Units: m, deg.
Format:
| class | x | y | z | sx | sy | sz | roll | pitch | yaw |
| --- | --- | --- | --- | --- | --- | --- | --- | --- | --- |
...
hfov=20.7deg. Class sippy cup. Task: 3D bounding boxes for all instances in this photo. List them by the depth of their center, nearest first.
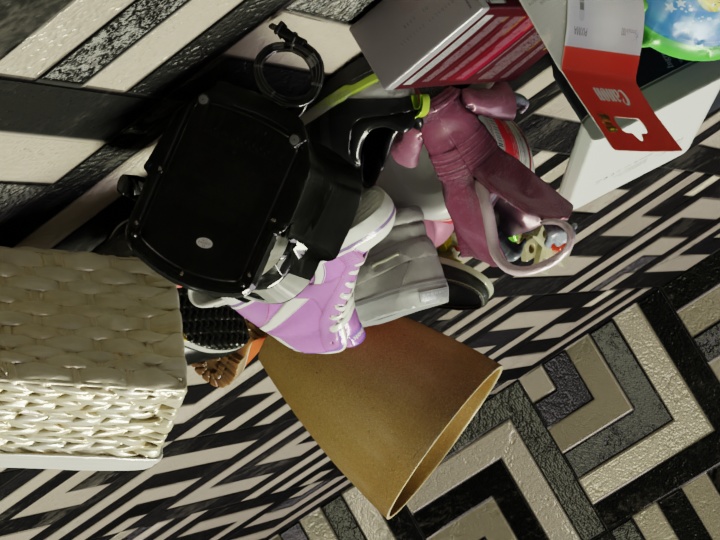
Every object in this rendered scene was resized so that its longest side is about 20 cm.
| class | x | y | z | sx | sy | sz | roll | pitch | yaw |
| --- | --- | --- | --- | --- | --- | --- | --- | --- | --- |
| sippy cup | 0.277 | -0.258 | 1.567 | 0.140 | 0.178 | 0.130 | 13 | 151 | 2 |

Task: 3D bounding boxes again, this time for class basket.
| class | x | y | z | sx | sy | sz | roll | pitch | yaw |
| --- | --- | --- | --- | --- | --- | --- | --- | --- | --- |
| basket | -0.236 | 0.063 | 1.485 | 0.200 | 0.136 | 0.123 | 5 | 145 | -23 |

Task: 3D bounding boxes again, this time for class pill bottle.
| class | x | y | z | sx | sy | sz | roll | pitch | yaw |
| --- | --- | --- | --- | --- | --- | --- | --- | --- | --- |
| pill bottle | 0.092 | -0.097 | 1.789 | 0.112 | 0.112 | 0.200 | -34 | 167 | 16 |

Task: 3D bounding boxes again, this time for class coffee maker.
| class | x | y | z | sx | sy | sz | roll | pitch | yaw |
| --- | --- | --- | --- | --- | --- | --- | --- | --- | --- |
| coffee maker | -0.066 | -0.066 | 1.469 | 0.192 | 0.135 | 0.200 | -43 | 172 | 6 |

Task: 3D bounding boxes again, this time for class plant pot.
| class | x | y | z | sx | sy | sz | roll | pitch | yaw |
| --- | --- | --- | --- | --- | --- | --- | --- | --- | --- |
| plant pot | 0.004 | 0.111 | 1.925 | 0.186 | 0.200 | 0.186 | -52 | 170 | -13 |

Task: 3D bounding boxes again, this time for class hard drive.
| class | x | y | z | sx | sy | sz | roll | pitch | yaw |
| --- | --- | --- | --- | --- | --- | --- | --- | --- | --- |
| hard drive | 0.243 | -0.118 | 1.718 | 0.132 | 0.026 | 0.200 | -27 | 166 | -7 |

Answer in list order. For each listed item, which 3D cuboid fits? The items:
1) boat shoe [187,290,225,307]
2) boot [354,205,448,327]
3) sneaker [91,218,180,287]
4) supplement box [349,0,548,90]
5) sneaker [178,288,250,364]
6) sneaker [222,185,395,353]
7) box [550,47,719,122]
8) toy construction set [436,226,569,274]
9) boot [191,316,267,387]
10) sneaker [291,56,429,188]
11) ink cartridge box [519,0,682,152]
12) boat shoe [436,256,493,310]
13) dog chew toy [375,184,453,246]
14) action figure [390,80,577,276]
| class | x | y | z | sx | sy | sz | roll | pitch | yaw |
| --- | --- | --- | --- | --- | --- | --- | --- | --- | --- |
| boat shoe | -0.091 | -0.015 | 1.784 | 0.065 | 0.074 | 0.200 | -25 | 167 | -40 |
| boot | 0.000 | 0.000 | 1.737 | 0.074 | 0.096 | 0.200 | -8 | 174 | -41 |
| sneaker | -0.160 | -0.019 | 1.627 | 0.098 | 0.071 | 0.200 | -16 | -177 | 18 |
| supplement box | 0.094 | -0.196 | 1.520 | 0.109 | 0.061 | 0.200 | -37 | 165 | 31 |
| sneaker | -0.200 | 0.065 | 1.867 | 0.200 | 0.070 | 0.090 | -4 | 157 | -46 |
| sneaker | -0.016 | 0.006 | 1.648 | 0.200 | 0.114 | 0.073 | -29 | -155 | 44 |
| box | 0.281 | -0.207 | 1.773 | 0.200 | 0.117 | 0.197 | -31 | 167 | 1 |
| toy construction set | 0.109 | -0.031 | 2.000 | 0.200 | 0.131 | 0.092 | -3 | -138 | 30 |
| boot | -0.103 | 0.028 | 1.976 | 0.107 | 0.075 | 0.200 | -44 | 173 | -37 |
| sneaker | -0.026 | -0.095 | 1.593 | 0.200 | 0.083 | 0.072 | -39 | 165 | 34 |
| ink cartridge box | 0.176 | -0.181 | 1.437 | 0.047 | 0.200 | 0.160 | -35 | 167 | 24 |
| boat shoe | 0.035 | 0.022 | 1.988 | 0.200 | 0.068 | 0.072 | 6 | 145 | 16 |
| dog chew toy | 0.013 | -0.030 | 1.876 | 0.200 | 0.125 | 0.125 | -31 | 170 | -34 |
| action figure | 0.081 | -0.089 | 1.615 | 0.134 | 0.200 | 0.149 | -31 | -165 | 16 |
